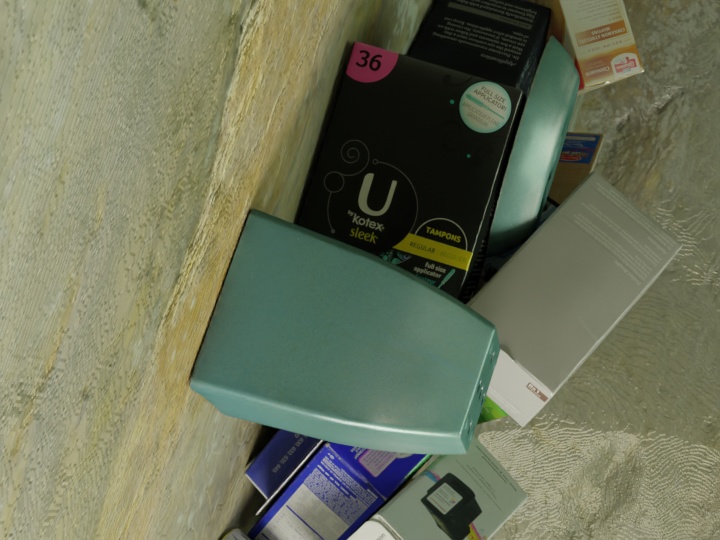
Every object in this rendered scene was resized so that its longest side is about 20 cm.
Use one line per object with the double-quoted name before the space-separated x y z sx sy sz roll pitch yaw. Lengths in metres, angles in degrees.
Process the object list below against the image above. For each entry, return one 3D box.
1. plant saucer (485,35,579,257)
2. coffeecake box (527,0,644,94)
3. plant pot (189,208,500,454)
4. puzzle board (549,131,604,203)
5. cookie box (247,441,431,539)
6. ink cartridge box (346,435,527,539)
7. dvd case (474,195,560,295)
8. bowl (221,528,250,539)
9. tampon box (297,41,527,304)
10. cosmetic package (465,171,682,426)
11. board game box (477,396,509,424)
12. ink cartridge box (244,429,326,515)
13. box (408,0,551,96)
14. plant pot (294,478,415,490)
"plant saucer" 0.154 -0.102 1.494 0.200 0.036 0.200 17 90 -84
"coffeecake box" 0.205 -0.281 1.791 0.154 0.073 0.200 170 -97 -74
"plant pot" -0.001 0.062 1.313 0.141 0.200 0.141 64 43 -75
"puzzle board" 0.148 -0.096 1.851 0.017 0.200 0.151 71 34 -43
"cookie box" 0.006 0.174 1.557 0.171 0.075 0.200 -41 173 -39
"ink cartridge box" 0.039 0.243 1.489 0.146 0.083 0.200 -47 172 29
"dvd case" 0.145 -0.012 1.570 0.143 0.200 0.018 -33 141 -25
"bowl" -0.100 0.338 1.531 0.201 0.094 0.201 17 90 -79
"tampon box" 0.045 -0.075 1.470 0.126 0.150 0.200 0 107 -81
"cosmetic package" 0.168 0.023 1.458 0.200 0.107 0.090 -43 171 -25
"board game box" 0.096 0.095 1.585 0.030 0.096 0.200 -32 -179 -27
"ink cartridge box" -0.020 0.111 1.536 0.198 0.047 0.200 -50 174 14
"box" 0.102 -0.149 1.751 0.197 0.117 0.200 94 18 -51
"plant pot" -0.011 0.306 1.711 0.200 0.200 0.176 -57 152 -56
